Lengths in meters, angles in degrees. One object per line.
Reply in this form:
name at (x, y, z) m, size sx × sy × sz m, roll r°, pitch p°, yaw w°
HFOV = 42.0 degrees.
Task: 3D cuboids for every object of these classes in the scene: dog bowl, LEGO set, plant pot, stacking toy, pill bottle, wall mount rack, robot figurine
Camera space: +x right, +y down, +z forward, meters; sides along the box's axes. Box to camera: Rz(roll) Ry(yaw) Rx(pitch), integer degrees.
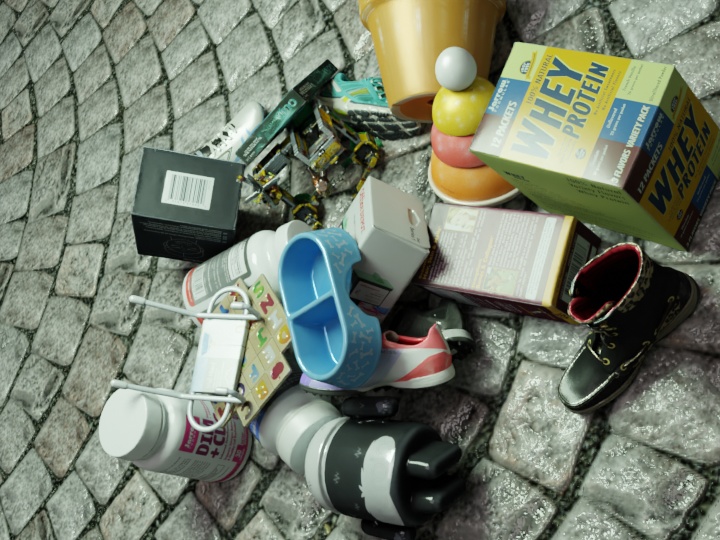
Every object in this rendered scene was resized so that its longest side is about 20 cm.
dog bowl at (-0.042, 0.042, 1.112) m, size 0.111 × 0.049 × 0.201 m, roll -32°, pitch 64°, yaw 39°
LEGO set at (-0.064, -0.136, 1.328) m, size 0.200 × 0.154 × 0.116 m, roll -37°, pitch 32°, yaw 13°
plant pot at (0.099, -0.303, 1.254) m, size 0.200 × 0.200 × 0.184 m, roll -8°, pitch 79°, yaw 35°
stacking toy at (0.136, -0.187, 1.149) m, size 0.146 × 0.200 × 0.147 m, roll -11°, pitch 48°, yaw 12°
pill bottle at (-0.110, 0.177, 1.272) m, size 0.200 × 0.114 × 0.114 m, roll 39°, pitch 98°, yaw 41°
pill bottle at (-0.152, 0.012, 1.368) m, size 0.200 × 0.116 × 0.116 m, roll -26°, pitch 59°, yaw 27°
wall mount rack at (-0.223, 0.104, 1.228) m, size 0.173 × 0.075 × 0.201 m, roll 1°, pitch 69°, yaw 20°
pill bottle at (-0.256, 0.228, 1.309) m, size 0.113 × 0.200 × 0.114 m, roll -14°, pitch 65°, yaw 33°
robot figurine at (0.027, 0.241, 1.138) m, size 0.199 × 0.125 × 0.151 m, roll -2°, pitch 62°, yaw 37°

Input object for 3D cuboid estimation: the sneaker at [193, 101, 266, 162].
sneaker at (-0.226, -0.194, 1.534) m, size 0.200 × 0.072 × 0.072 m, roll -53°, pitch 48°, yaw 7°

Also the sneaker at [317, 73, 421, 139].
sneaker at (0.013, -0.248, 1.371) m, size 0.200 × 0.077 × 0.080 m, roll 25°, pitch 80°, yaw 41°

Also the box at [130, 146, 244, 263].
box at (-0.258, -0.089, 1.407) m, size 0.200 × 0.148 × 0.108 m, roll 124°, pitch 154°, yaw -70°

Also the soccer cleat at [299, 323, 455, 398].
soccer cleat at (0.015, 0.110, 1.143) m, size 0.199 × 0.068 × 0.073 m, roll -8°, pitch 101°, yaw 23°

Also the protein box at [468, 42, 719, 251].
protein box at (0.268, -0.137, 1.043) m, size 0.198 × 0.200 × 0.135 m, roll 22°, pitch 87°, yaw 41°

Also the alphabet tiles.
alphabet tiles at (-0.157, 0.105, 1.249) m, size 0.167 × 0.006 × 0.200 m, roll -50°, pitch 43°, yaw 14°

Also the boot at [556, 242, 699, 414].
boot at (0.262, 0.062, 1.003) m, size 0.200 × 0.150 × 0.073 m, roll -46°, pitch 51°, yaw 14°

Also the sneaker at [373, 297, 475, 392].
sneaker at (0.057, 0.094, 1.211) m, size 0.200 × 0.066 × 0.091 m, roll -26°, pitch 50°, yaw 30°

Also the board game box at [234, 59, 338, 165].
board game box at (-0.106, -0.238, 1.394) m, size 0.135 × 0.028 × 0.200 m, roll -43°, pitch 8°, yaw 26°

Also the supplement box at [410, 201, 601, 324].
supplement box at (0.175, -0.011, 1.142) m, size 0.199 × 0.086 × 0.111 m, roll 10°, pitch 79°, yaw 39°

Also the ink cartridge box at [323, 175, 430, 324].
ink cartridge box at (0.000, 0.000, 1.209) m, size 0.200 × 0.084 × 0.145 m, roll -57°, pitch 18°, yaw 26°
